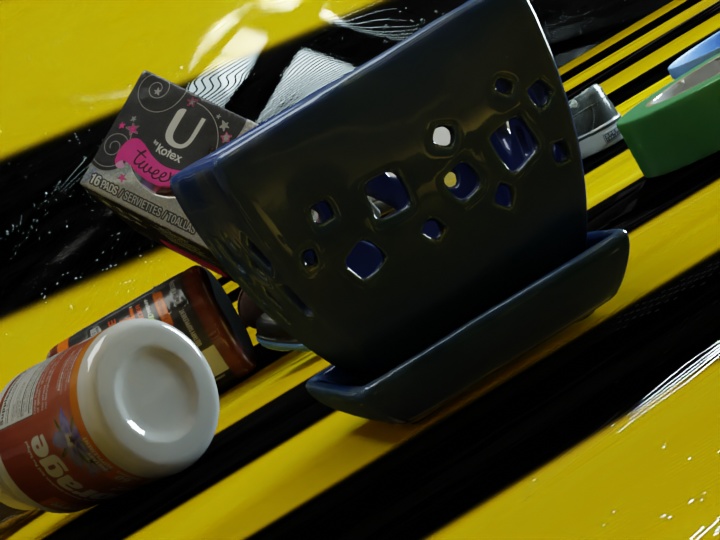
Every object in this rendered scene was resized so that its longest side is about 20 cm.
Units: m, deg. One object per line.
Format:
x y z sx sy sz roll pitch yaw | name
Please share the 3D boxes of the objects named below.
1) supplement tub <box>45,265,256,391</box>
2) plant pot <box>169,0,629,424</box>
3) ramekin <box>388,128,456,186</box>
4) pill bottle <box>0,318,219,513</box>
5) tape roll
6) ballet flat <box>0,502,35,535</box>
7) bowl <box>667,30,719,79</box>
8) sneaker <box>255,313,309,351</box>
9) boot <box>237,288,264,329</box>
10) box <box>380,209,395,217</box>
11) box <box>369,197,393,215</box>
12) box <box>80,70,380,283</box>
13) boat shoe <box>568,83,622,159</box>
-0.195 0.087 1.888 0.199 0.107 0.107 -30 4 4 | supplement tub
0.027 -0.027 1.230 0.199 0.181 0.200 -31 4 -11 | plant pot
0.093 -0.126 1.996 0.201 0.094 0.203 -20 40 18 | ramekin
-0.197 0.112 1.584 0.112 0.113 0.199 -34 5 -40 | pill bottle
0.286 -0.138 1.622 0.199 0.048 0.200 -31 4 2 | tape roll
-0.307 0.189 1.764 0.200 0.068 0.067 -34 -10 -48 | ballet flat
0.369 -0.212 1.953 0.200 0.040 0.201 -31 5 3 | bowl
0.000 0.000 1.716 0.199 0.083 0.071 -31 5 21 | sneaker
-0.040 0.009 1.936 0.199 0.073 0.166 -25 4 17 | boot
0.003 -0.022 2.219 0.199 0.042 0.119 -29 3 44 | box
0.047 -0.133 2.276 0.108 0.129 0.200 -21 -7 17 | box
-0.105 -0.062 1.817 0.115 0.199 0.132 -61 -22 -8 | box
0.167 -0.124 2.087 0.073 0.068 0.199 -33 5 -33 | boat shoe
